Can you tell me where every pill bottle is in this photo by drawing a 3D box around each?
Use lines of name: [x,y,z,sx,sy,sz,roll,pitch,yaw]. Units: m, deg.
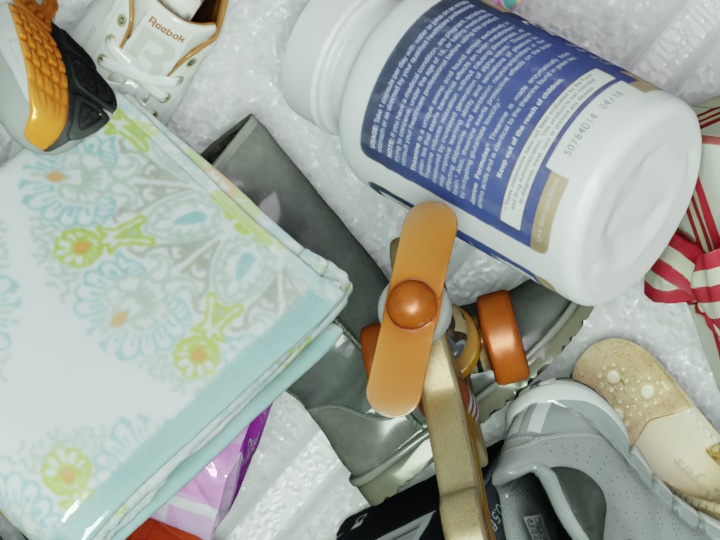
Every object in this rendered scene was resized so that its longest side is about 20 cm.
pill bottle: [0.060,-0.073,1.295,0.199,0.111,0.111,30,89,29]

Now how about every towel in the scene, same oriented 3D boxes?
towel: [-0.124,0.023,1.224,0.171,0.048,0.200,39,63,17]

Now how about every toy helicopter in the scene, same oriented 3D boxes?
toy helicopter: [0.041,0.060,1.232,0.078,0.201,0.133,-14,136,4]

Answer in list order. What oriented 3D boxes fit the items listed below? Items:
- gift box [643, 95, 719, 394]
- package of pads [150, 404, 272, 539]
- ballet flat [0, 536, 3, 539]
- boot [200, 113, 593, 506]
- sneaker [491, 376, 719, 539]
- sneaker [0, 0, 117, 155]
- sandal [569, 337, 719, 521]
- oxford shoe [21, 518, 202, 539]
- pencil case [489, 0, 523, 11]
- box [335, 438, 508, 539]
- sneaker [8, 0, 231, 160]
gift box: [0.253,-0.008,1.340,0.186,0.184,0.201,-21,95,-10]
package of pads: [-0.138,0.040,1.286,0.199,0.076,0.121,20,53,3]
ballet flat: [-0.217,0.143,1.332,0.067,0.068,0.201,-27,99,17]
boot: [0.001,-0.001,1.359,0.182,0.073,0.200,-39,94,-4]
sneaker: [0.134,0.156,1.303,0.200,0.116,0.075,44,124,-6]
sneaker: [-0.182,-0.093,1.259,0.092,0.200,0.076,-43,122,6]
sandal: [0.191,0.114,1.360,0.078,0.070,0.212,-43,79,-11]
oxford shoe: [-0.109,0.167,1.359,0.200,0.072,0.071,55,52,-24]
pencil case: [0.025,-0.212,1.331,0.200,0.087,0.088,39,88,-10]
box: [0.060,0.226,1.306,0.117,0.197,0.201,-29,102,27]
sneaker: [-0.120,-0.104,1.315,0.072,0.085,0.201,26,92,-13]
